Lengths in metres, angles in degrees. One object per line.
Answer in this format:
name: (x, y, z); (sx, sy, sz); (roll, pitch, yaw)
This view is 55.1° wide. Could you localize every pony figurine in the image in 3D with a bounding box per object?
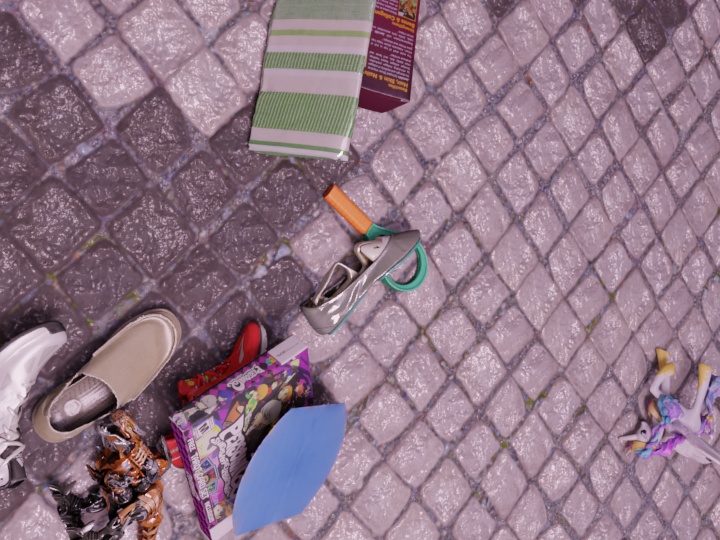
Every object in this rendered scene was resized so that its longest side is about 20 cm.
pony figurine: (0.579, 0.269, 1.233); (0.189, 0.167, 0.204); (25, 82, 7)

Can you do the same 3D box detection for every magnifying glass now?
magnifying glass: (0.024, -0.046, 0.983); (0.199, 0.022, 0.081); (42, 73, -22)

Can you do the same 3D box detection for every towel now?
towel: (-0.063, -0.245, 0.876); (0.023, 0.148, 0.207); (16, 83, -66)

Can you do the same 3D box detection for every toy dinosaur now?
toy dinosaur: (-0.271, 0.262, 0.788); (0.133, 0.101, 0.206); (-23, 101, -30)

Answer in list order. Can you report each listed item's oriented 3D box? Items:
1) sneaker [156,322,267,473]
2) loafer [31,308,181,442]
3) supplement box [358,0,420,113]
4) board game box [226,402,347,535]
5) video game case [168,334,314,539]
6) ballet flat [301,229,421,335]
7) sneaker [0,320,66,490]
sneaker: (-0.182, 0.149, 0.849); (0.084, 0.077, 0.204); (33, 76, -19)
loafer: (-0.284, 0.125, 0.795); (0.200, 0.068, 0.076); (-45, 110, -20)
supplement box: (0.014, -0.332, 0.935); (0.107, 0.085, 0.207); (8, 87, -27)
board game box: (-0.092, 0.226, 0.835); (0.198, 0.038, 0.162); (11, 103, -60)
video game case: (-0.130, 0.204, 0.835); (0.179, 0.035, 0.205); (-31, 134, -34)
ballet flat: (0.000, 0.000, 0.934); (0.200, 0.067, 0.064); (-45, 106, -8)
sneaker: (-0.367, 0.157, 0.730); (0.115, 0.076, 0.200); (45, 80, 2)
